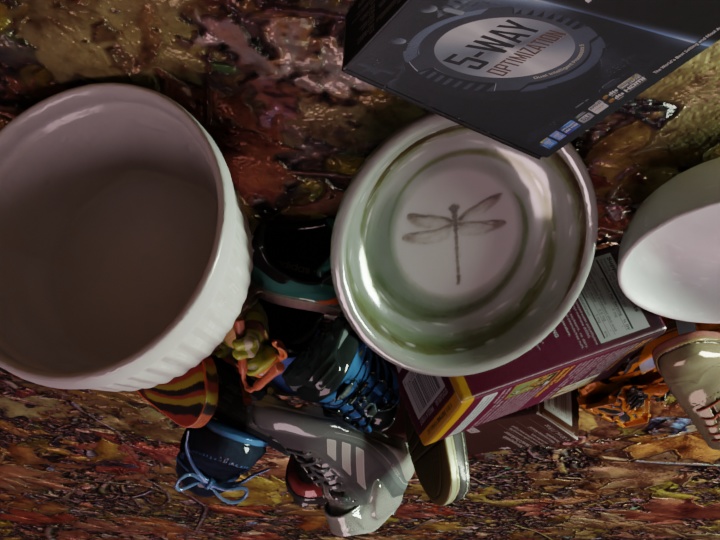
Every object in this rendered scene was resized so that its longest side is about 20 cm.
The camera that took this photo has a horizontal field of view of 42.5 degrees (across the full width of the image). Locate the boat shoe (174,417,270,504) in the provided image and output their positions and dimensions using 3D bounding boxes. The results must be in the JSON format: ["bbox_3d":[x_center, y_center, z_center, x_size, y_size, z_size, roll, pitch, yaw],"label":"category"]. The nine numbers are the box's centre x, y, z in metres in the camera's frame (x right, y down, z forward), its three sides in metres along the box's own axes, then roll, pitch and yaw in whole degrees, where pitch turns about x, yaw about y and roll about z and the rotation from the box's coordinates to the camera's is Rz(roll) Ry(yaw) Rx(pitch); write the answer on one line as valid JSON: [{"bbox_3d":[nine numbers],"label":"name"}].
[{"bbox_3d":[-0.127,0.175,0.835,0.083,0.069,0.200,24,165,-5],"label":"boat shoe"}]

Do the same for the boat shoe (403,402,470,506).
[{"bbox_3d":[0.075,0.116,0.852,0.065,0.203,0.072,5,139,-23],"label":"boat shoe"}]

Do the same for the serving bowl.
[{"bbox_3d":[0.289,-0.031,0.687,0.197,0.067,0.201,3,152,1],"label":"serving bowl"}]

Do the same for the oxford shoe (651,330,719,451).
[{"bbox_3d":[0.322,0.116,0.828,0.070,0.076,0.199,-28,139,28],"label":"oxford shoe"}]

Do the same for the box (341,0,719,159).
[{"bbox_3d":[0.106,-0.149,0.504,0.159,0.044,0.199,18,149,-28],"label":"box"}]

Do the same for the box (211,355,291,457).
[{"bbox_3d":[-0.160,0.103,0.920,0.158,0.046,0.200,27,170,40],"label":"box"}]

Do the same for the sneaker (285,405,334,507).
[{"bbox_3d":[-0.013,0.134,0.909,0.070,0.201,0.098,25,148,17],"label":"sneaker"}]

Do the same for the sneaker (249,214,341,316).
[{"bbox_3d":[0.000,0.000,0.766,0.197,0.072,0.080,6,157,-2],"label":"sneaker"}]

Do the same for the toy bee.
[{"bbox_3d":[-0.194,0.039,0.741,0.198,0.110,0.131,26,175,-12],"label":"toy bee"}]

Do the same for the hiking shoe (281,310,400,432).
[{"bbox_3d":[-0.001,0.084,0.719,0.074,0.087,0.200,-45,173,2],"label":"hiking shoe"}]

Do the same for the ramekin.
[{"bbox_3d":[-0.167,-0.012,0.632,0.197,0.203,0.105,-3,161,12],"label":"ramekin"}]

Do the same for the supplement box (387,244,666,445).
[{"bbox_3d":[0.135,0.061,0.776,0.197,0.087,0.111,-16,158,-21],"label":"supplement box"}]

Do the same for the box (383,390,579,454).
[{"bbox_3d":[0.124,0.149,1.000,0.198,0.076,0.100,-15,148,35],"label":"box"}]

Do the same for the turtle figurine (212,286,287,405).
[{"bbox_3d":[-0.108,0.029,0.750,0.162,0.064,0.200,54,166,-4],"label":"turtle figurine"}]

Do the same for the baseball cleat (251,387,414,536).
[{"bbox_3d":[-0.023,0.176,0.815,0.199,0.108,0.069,26,166,-38],"label":"baseball cleat"}]

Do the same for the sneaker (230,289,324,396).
[{"bbox_3d":[-0.063,0.066,0.890,0.110,0.078,0.199,-9,145,41],"label":"sneaker"}]

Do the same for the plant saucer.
[{"bbox_3d":[0.071,-0.024,0.666,0.197,0.050,0.203,-5,112,-12],"label":"plant saucer"}]

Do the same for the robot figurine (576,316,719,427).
[{"bbox_3d":[0.297,0.096,0.913,0.144,0.059,0.199,25,135,-35],"label":"robot figurine"}]
